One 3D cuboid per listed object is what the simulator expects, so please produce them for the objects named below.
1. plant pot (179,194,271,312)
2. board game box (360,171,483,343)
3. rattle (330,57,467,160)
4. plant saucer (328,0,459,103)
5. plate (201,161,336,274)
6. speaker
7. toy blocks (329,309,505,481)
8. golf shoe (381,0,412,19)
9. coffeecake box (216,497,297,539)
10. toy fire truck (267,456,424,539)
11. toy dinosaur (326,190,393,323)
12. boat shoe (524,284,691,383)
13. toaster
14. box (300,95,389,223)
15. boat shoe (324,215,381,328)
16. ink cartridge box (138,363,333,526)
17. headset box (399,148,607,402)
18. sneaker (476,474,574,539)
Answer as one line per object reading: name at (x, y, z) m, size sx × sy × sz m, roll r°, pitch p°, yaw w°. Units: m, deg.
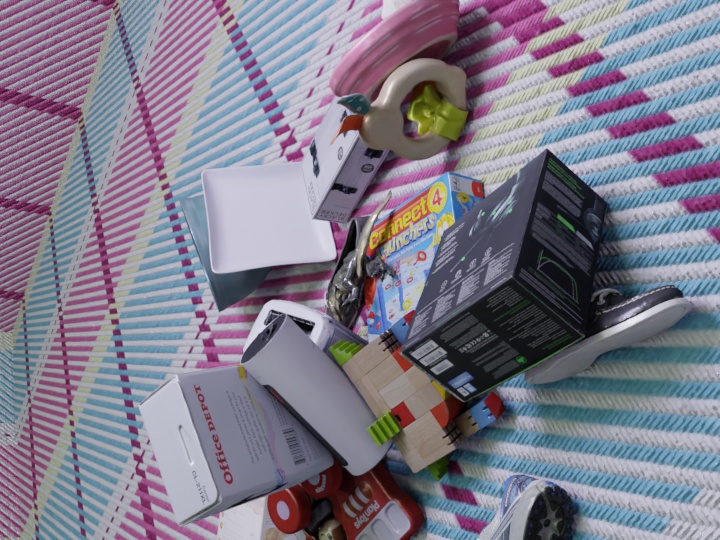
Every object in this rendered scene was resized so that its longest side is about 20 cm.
plant pot at (-0.217, -0.048, 1.379) m, size 0.200 × 0.132 × 0.204 m, roll 159°, pitch 90°, yaw -79°
board game box at (0.081, 0.012, 1.006) m, size 0.199 × 0.055 × 0.200 m, roll -32°, pitch 56°, yaw 50°
rattle at (0.027, -0.214, 1.011) m, size 0.132 × 0.196 × 0.144 m, roll 94°, pitch 153°, yaw -47°
plant saucer at (0.051, -0.277, 1.034) m, size 0.051 × 0.199 × 0.200 m, roll 56°, pitch 137°, yaw 3°
plate at (-0.149, -0.083, 1.284) m, size 0.033 × 0.195 × 0.203 m, roll 101°, pitch 159°, yaw -56°
speaker at (-0.049, 0.147, 0.951) m, size 0.081 × 0.200 × 0.081 m, roll -40°, pitch 14°, yaw 12°
toy blocks at (0.072, 0.130, 0.912) m, size 0.136 × 0.099 × 0.202 m, roll -41°, pitch 81°, yaw 38°
golf shoe at (0.049, -0.453, 1.164) m, size 0.091 × 0.074 × 0.204 m, roll -36°, pitch 52°, yaw 51°
coffeecake box at (-0.160, 0.375, 1.270) m, size 0.152 × 0.072 × 0.205 m, roll -1°, pitch 81°, yaw 57°
toy fire truck at (-0.019, 0.318, 1.049) m, size 0.169 × 0.111 × 0.201 m, roll 51°, pitch 124°, yaw 24°
toy dinosaur at (0.000, 0.000, 1.043) m, size 0.202 × 0.047 × 0.089 m, roll -62°, pitch 29°, yaw 26°
boat shoe at (0.223, 0.051, 0.764) m, size 0.200 × 0.072 × 0.062 m, roll -45°, pitch 51°, yaw 54°
toaster at (-0.068, 0.118, 1.103) m, size 0.198 × 0.129 × 0.115 m, roll 14°, pitch 72°, yaw 43°
box at (-0.021, -0.178, 1.187) m, size 0.201 × 0.059 × 0.119 m, roll -55°, pitch 39°, yaw 46°
boat shoe at (-0.022, 0.008, 1.165) m, size 0.067 × 0.056 × 0.203 m, roll 53°, pitch 125°, yaw 49°
ink cartridge box at (-0.142, 0.192, 0.937) m, size 0.082 × 0.198 × 0.148 m, roll -34°, pitch 71°, yaw 31°
headset box at (0.146, 0.001, 0.806) m, size 0.174 × 0.092 × 0.202 m, roll -40°, pitch 19°, yaw 45°
sneaker at (0.155, 0.304, 0.814) m, size 0.085 × 0.076 × 0.204 m, roll 19°, pitch 91°, yaw 67°
